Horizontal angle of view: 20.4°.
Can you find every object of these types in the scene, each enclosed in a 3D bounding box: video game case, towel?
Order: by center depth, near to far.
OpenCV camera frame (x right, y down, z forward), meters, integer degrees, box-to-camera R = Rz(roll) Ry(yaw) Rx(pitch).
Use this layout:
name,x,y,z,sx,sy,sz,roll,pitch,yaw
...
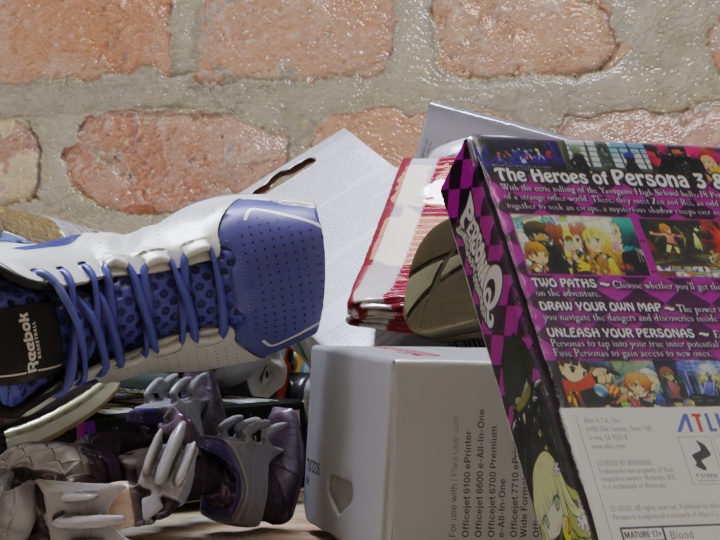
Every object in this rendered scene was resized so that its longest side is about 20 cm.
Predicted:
name,x,y,z,sx,sy,sz,roll,pitch,yaw
video game case,0.140,0.037,0.657,0.199,0.182,0.036,1,-37,-22
towel,0.102,-0.016,1.020,0.198,0.023,0.144,3,38,16

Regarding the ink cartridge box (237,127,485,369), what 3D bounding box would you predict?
name,x,y,z,sx,sy,sz,roll,pitch,yaw
ink cartridge box,0.000,0.000,1.108,0.109,0.051,0.200,-32,36,-12

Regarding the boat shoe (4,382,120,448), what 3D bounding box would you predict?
name,x,y,z,sx,sy,sz,roll,pitch,yaw
boat shoe,-0.206,0.061,0.920,0.199,0.065,0.072,-18,12,-25

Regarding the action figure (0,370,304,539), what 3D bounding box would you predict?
name,x,y,z,sx,sy,sz,roll,pitch,yaw
action figure,-0.109,0.084,0.861,0.129,0.070,0.200,10,8,30

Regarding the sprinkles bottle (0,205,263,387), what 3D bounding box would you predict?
name,x,y,z,sx,sy,sz,roll,pitch,yaw
sprinkles bottle,-0.132,0.013,1.019,0.068,0.069,0.199,0,-10,41

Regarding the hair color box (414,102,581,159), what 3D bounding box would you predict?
name,x,y,z,sx,sy,sz,roll,pitch,yaw
hair color box,0.125,-0.024,1.158,0.199,0.100,0.061,18,6,23

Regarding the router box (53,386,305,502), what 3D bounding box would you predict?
name,x,y,z,sx,sy,sz,roll,pitch,yaw
router box,-0.149,0.092,1.070,0.148,0.052,0.199,-1,1,-43

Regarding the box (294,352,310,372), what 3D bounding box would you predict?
name,x,y,z,sx,sy,sz,roll,pitch,yaw
box,-0.022,0.073,1.348,0.118,0.042,0.199,3,-4,-36

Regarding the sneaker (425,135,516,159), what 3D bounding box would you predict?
name,x,y,z,sx,sy,sz,roll,pitch,yaw
sneaker,0.108,-0.015,1.083,0.200,0.071,0.080,32,24,26

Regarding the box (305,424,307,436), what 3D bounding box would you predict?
name,x,y,z,sx,sy,sz,roll,pitch,yaw
box,-0.044,0.108,1.337,0.198,0.033,0.121,2,-1,11

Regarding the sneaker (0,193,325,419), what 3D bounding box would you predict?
name,x,y,z,sx,sy,sz,roll,pitch,yaw
sneaker,-0.111,0.022,0.844,0.198,0.081,0.115,-6,13,-2

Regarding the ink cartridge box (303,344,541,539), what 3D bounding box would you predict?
name,x,y,z,sx,sy,sz,roll,pitch,yaw
ink cartridge box,0.087,0.077,0.884,0.198,0.084,0.145,2,0,-15

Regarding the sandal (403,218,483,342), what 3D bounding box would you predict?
name,x,y,z,sx,sy,sz,roll,pitch,yaw
sandal,0.097,0.005,0.901,0.054,0.081,0.199,28,-21,-33

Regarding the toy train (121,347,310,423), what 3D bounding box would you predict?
name,x,y,z,sx,sy,sz,roll,pitch,yaw
toy train,-0.126,0.066,1.233,0.199,0.086,0.114,2,-23,23
